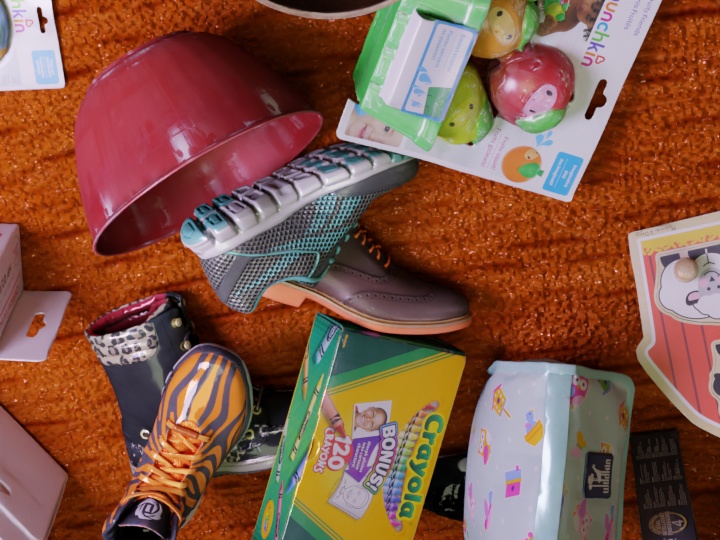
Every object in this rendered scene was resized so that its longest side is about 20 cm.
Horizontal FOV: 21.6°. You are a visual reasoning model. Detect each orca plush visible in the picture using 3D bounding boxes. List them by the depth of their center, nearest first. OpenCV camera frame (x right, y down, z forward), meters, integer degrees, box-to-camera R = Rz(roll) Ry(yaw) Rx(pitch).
[{"bbox_3d":[0.100,0.184,1.596,0.198,0.071,0.106,17,119,-4],"label":"orca plush"}]

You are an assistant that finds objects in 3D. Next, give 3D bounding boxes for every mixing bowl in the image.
[{"bbox_3d":[-0.137,-0.108,1.410,0.199,0.200,0.109,-33,82,20],"label":"mixing bowl"}]

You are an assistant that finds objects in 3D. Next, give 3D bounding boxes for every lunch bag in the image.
[{"bbox_3d":[0.147,0.155,1.476,0.121,0.200,0.172,7,85,-1],"label":"lunch bag"}]

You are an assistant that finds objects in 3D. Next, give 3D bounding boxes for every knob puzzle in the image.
[{"bbox_3d":[0.310,0.047,1.462,0.218,0.030,0.222,-2,82,14],"label":"knob puzzle"}]

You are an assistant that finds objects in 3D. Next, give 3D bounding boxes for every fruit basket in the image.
[{"bbox_3d":[0.103,-0.150,1.404,0.198,0.094,0.186,18,117,-10],"label":"fruit basket"}]

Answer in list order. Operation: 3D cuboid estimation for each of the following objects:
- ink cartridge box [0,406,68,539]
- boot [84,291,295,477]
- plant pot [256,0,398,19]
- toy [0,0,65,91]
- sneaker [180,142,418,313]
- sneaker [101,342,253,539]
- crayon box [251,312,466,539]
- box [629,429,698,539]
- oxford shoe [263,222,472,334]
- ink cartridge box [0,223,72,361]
[{"bbox_3d":[-0.378,0.215,1.613,0.199,0.145,0.147,-34,111,21],"label":"ink cartridge box"},{"bbox_3d":[-0.119,0.090,1.566,0.202,0.074,0.155,-15,113,11],"label":"boot"},{"bbox_3d":[-0.019,-0.294,1.272,0.185,0.200,0.188,1,118,1],"label":"plant pot"},{"bbox_3d":[-0.336,-0.181,1.450,0.198,0.047,0.116,-1,120,6],"label":"toy"},{"bbox_3d":[-0.040,-0.035,1.455,0.199,0.078,0.092,-25,113,-16],"label":"sneaker"},{"bbox_3d":[-0.145,0.160,1.502,0.077,0.112,0.201,21,117,1],"label":"sneaker"},{"bbox_3d":[-0.002,0.145,1.533,0.118,0.058,0.202,13,97,-27],"label":"crayon box"},{"bbox_3d":[0.259,0.252,1.546,0.049,0.200,0.162,-7,118,7],"label":"box"},{"bbox_3d":[0.000,0.000,1.509,0.198,0.071,0.073,14,106,-10],"label":"oxford shoe"},{"bbox_3d":[-0.341,0.013,1.517,0.198,0.115,0.068,3,119,3],"label":"ink cartridge box"}]
